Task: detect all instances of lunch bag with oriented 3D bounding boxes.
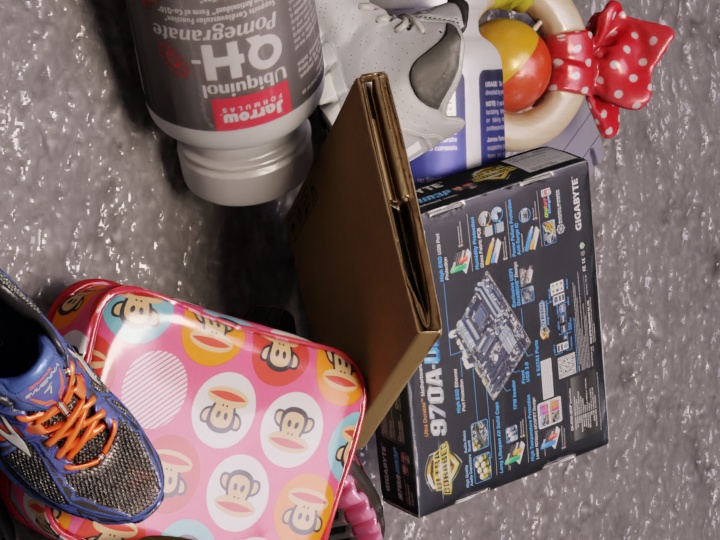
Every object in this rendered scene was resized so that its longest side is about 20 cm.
[{"bbox_3d":[-0.102,0.110,1.532,0.199,0.082,0.177,20,81,-33],"label":"lunch bag"}]

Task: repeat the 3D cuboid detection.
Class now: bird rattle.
[{"bbox_3d":[0.114,-0.156,1.858,0.163,0.112,0.200,-50,123,-21],"label":"bird rattle"}]

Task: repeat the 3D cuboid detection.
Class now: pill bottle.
[{"bbox_3d":[0.038,-0.094,1.743,0.115,0.115,0.201,-7,97,-55],"label":"pill bottle"},{"bbox_3d":[-0.079,-0.142,1.564,0.111,0.110,0.201,-51,145,-41],"label":"pill bottle"}]

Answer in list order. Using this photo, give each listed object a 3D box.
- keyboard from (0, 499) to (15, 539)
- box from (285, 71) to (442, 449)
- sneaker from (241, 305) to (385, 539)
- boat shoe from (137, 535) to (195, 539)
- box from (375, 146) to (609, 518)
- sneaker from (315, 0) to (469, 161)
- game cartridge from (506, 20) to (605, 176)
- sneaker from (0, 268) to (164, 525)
[{"bbox_3d":[-0.238,0.102,1.420,0.104,0.039,0.201,-54,131,-40],"label":"keyboard"},{"bbox_3d":[0.000,0.000,1.586,0.021,0.200,0.164,-6,68,-18],"label":"box"},{"bbox_3d":[-0.033,0.102,1.695,0.200,0.079,0.096,60,34,-38],"label":"sneaker"},{"bbox_3d":[-0.055,0.200,1.501,0.199,0.074,0.067,17,107,-33],"label":"boat shoe"},{"bbox_3d":[0.079,0.038,1.688,0.158,0.046,0.201,-19,113,-31],"label":"box"},{"bbox_3d":[0.005,-0.162,1.658,0.075,0.115,0.201,-132,-164,-85],"label":"sneaker"},{"bbox_3d":[0.107,-0.078,1.915,0.200,0.038,0.130,-51,127,-41],"label":"game cartridge"},{"bbox_3d":[-0.175,0.063,1.404,0.075,0.078,0.200,-48,110,-13],"label":"sneaker"}]
